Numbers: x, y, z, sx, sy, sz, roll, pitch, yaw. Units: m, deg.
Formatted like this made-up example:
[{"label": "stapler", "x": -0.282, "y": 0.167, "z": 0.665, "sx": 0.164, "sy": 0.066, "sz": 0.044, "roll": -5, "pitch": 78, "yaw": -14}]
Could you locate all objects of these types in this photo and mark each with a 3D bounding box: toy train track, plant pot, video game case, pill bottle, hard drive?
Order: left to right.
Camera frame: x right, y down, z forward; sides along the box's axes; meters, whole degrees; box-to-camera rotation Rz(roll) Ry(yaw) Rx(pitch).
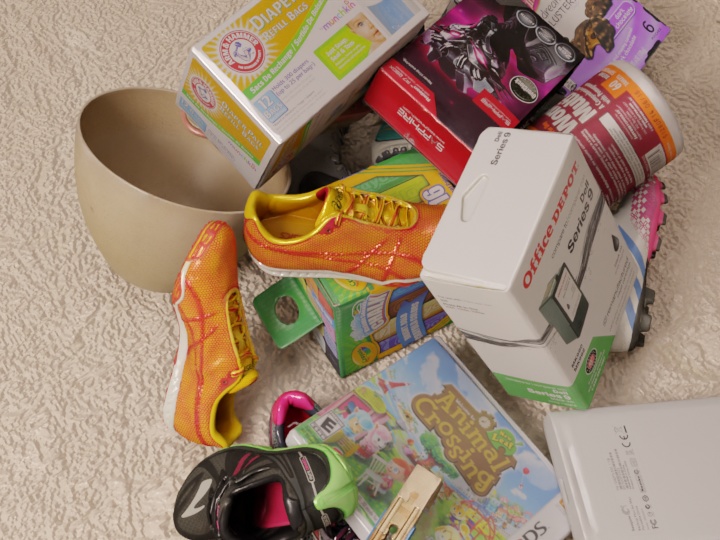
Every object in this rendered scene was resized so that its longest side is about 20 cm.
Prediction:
[{"label": "plant pot", "x": -0.177, "y": -0.060, "z": 0.982, "sx": 0.197, "sy": 0.136, "sz": 0.201, "roll": 17, "pitch": 32, "yaw": -11}, {"label": "toy train track", "x": -0.001, "y": 0.235, "z": 0.767, "sx": 0.114, "sy": 0.033, "sz": 0.201, "roll": 28, "pitch": 69, "yaw": 22}, {"label": "video game case", "x": 0.066, "y": 0.167, "z": 0.854, "sx": 0.181, "sy": 0.022, "sz": 0.200, "roll": -28, "pitch": 68, "yaw": -37}, {"label": "pill bottle", "x": 0.197, "y": -0.098, "z": 1.001, "sx": 0.199, "sy": 0.110, "sz": 0.110, "roll": -36, "pitch": 59, "yaw": 3}, {"label": "hard drive", "x": 0.263, "y": 0.172, "z": 0.876, "sx": 0.197, "sy": 0.026, "sz": 0.133, "roll": -3, "pitch": 55, "yaw": -11}]

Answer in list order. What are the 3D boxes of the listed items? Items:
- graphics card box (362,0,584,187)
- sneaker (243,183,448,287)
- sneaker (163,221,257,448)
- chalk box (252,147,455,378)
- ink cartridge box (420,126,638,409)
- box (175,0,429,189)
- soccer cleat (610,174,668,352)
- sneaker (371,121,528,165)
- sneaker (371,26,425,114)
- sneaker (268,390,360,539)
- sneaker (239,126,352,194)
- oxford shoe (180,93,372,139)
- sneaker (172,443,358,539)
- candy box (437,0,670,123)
[{"label": "graphics card box", "x": 0.109, "y": -0.179, "z": 0.979, "sx": 0.125, "sy": 0.051, "sz": 0.200, "roll": 42, "pitch": 54, "yaw": 6}, {"label": "sneaker", "x": 0.001, "y": -0.033, "z": 0.861, "sx": 0.196, "sy": 0.078, "sz": 0.074, "roll": -3, "pitch": 53, "yaw": -1}, {"label": "sneaker", "x": -0.117, "y": 0.054, "z": 0.889, "sx": 0.076, "sy": 0.203, "sz": 0.073, "roll": 14, "pitch": 26, "yaw": 16}, {"label": "chalk box", "x": 0.000, "y": 0.000, "z": 0.958, "sx": 0.198, "sy": 0.125, "sz": 0.125, "roll": -25, "pitch": 58, "yaw": -15}, {"label": "ink cartridge box", "x": 0.145, "y": 0.002, "z": 0.864, "sx": 0.083, "sy": 0.200, "sz": 0.147, "roll": 10, "pitch": 65, "yaw": 36}, {"label": "box", "x": -0.052, "y": -0.186, "z": 0.925, "sx": 0.112, "sy": 0.101, "sz": 0.200, "roll": 45, "pitch": 65, "yaw": 0}, {"label": "soccer cleat", "x": 0.239, "y": -0.018, "z": 0.997, "sx": 0.085, "sy": 0.070, "sz": 0.202, "roll": 12, "pitch": 57, "yaw": 9}, {"label": "sneaker", "x": 0.110, "y": -0.132, "z": 1.080, "sx": 0.196, "sy": 0.078, "sz": 0.080, "roll": 1, "pitch": 46, "yaw": 2}, {"label": "sneaker", "x": 0.065, "y": -0.208, "z": 1.121, "sx": 0.086, "sy": 0.076, "sz": 0.201, "roll": 16, "pitch": 36, "yaw": -2}, {"label": "sneaker", "x": -0.028, "y": 0.191, "z": 0.858, "sx": 0.080, "sy": 0.075, "sz": 0.201, "roll": -25, "pitch": 59, "yaw": -15}, {"label": "sneaker", "x": -0.023, "y": -0.122, "z": 1.083, "sx": 0.115, "sy": 0.075, "sz": 0.201, "roll": 33, "pitch": 73, "yaw": 17}, {"label": "oxford shoe", "x": -0.076, "y": -0.148, "z": 1.003, "sx": 0.197, "sy": 0.074, "sz": 0.072, "roll": -8, "pitch": 78, "yaw": -21}, {"label": "sneaker", "x": -0.091, "y": 0.177, "z": 0.813, "sx": 0.083, "sy": 0.199, "sz": 0.078, "roll": -19, "pitch": 87, "yaw": -47}, {"label": "candy box", "x": 0.202, "y": -0.252, "z": 1.120, "sx": 0.199, "sy": 0.072, "sz": 0.168, "roll": 40, "pitch": 63, "yaw": 1}]
